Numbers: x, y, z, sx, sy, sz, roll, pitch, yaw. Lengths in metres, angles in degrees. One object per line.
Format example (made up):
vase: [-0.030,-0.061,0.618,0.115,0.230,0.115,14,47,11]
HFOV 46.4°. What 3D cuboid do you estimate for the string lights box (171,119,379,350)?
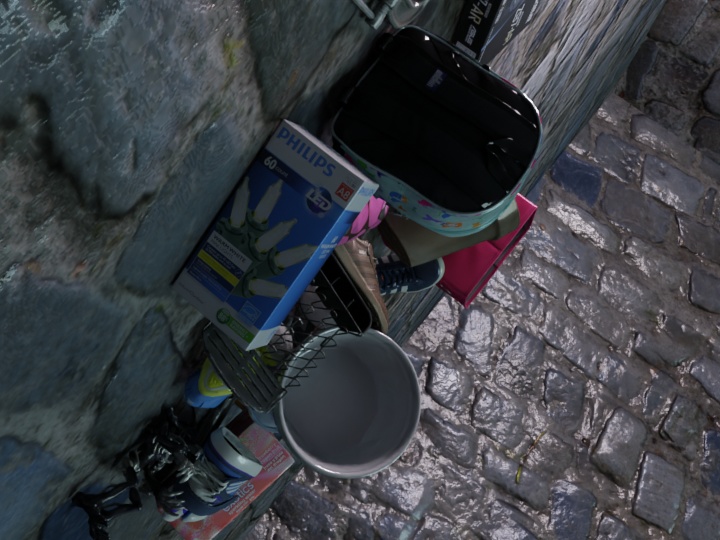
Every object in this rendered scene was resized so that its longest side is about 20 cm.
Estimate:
string lights box: [-0.083,-0.033,0.819,0.200,0.103,0.059,-55,168,12]

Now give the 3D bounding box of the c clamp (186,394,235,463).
c clamp: [-0.217,0.215,1.226,0.200,0.027,0.171,-58,180,31]

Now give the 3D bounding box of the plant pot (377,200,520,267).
plant pot: [0.114,-0.101,1.277,0.173,0.200,0.200,-33,167,-7]

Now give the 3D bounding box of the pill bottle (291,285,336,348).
pill bottle: [-0.040,0.060,1.272,0.116,0.116,0.200,-46,167,-29]

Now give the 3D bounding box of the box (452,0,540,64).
box: [0.191,-0.358,1.065,0.160,0.044,0.200,-46,167,-29]

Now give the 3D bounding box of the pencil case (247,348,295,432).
pencil case: [-0.120,0.177,1.277,0.083,0.091,0.200,-56,-177,6]

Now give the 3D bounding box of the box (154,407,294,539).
box: [-0.214,0.321,1.307,0.200,0.095,0.103,-41,-167,-11]

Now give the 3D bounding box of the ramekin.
ramekin: [-0.028,0.177,1.142,0.200,0.200,0.105,-48,-171,-18]

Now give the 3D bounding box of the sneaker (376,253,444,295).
sneaker: [0.040,0.011,1.362,0.200,0.075,0.084,-12,-174,38]

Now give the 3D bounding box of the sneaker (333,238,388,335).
sneaker: [0.000,0.000,1.124,0.076,0.070,0.200,-50,128,-33]

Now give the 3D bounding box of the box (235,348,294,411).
box: [-0.130,0.162,1.439,0.200,0.041,0.119,-49,169,-6]

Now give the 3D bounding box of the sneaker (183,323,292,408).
sneaker: [-0.169,0.121,1.106,0.105,0.076,0.200,-36,177,24]

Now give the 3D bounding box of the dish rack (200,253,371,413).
dish rack: [-0.091,0.068,1.021,0.055,0.154,0.200,-4,-145,52]

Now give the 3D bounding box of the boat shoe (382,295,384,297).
boat shoe: [-0.011,0.062,1.531,0.200,0.070,0.070,-46,164,13]

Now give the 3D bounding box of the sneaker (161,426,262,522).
sneaker: [-0.211,0.292,1.142,0.146,0.081,0.200,-44,172,-12]

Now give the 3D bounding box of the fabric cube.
fabric cube: [0.168,-0.075,1.482,0.200,0.199,0.196,-52,170,-2]

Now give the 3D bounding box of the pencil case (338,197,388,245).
pencil case: [-0.031,-0.073,0.972,0.200,0.091,0.094,-34,143,-64]

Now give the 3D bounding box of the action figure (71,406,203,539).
action figure: [-0.255,0.255,1.055,0.200,0.102,0.119,-41,153,-40]

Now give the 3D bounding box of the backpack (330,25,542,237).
backpack: [0.084,-0.135,0.892,0.178,0.200,0.151,-56,168,-14]

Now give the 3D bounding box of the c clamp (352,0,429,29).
c clamp: [0.071,-0.302,0.792,0.200,0.027,0.171,-52,169,4]
